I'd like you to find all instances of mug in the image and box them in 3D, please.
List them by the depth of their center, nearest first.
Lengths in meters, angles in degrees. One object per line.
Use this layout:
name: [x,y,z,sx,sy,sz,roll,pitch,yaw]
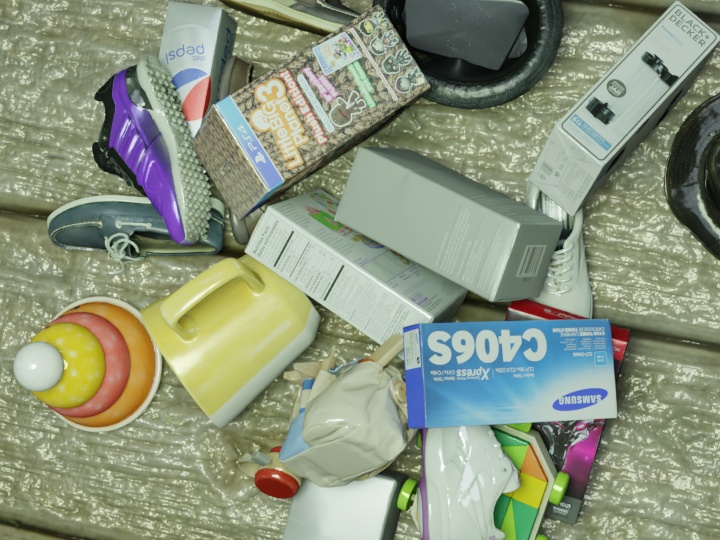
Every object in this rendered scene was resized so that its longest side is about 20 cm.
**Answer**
mug: [-0.123,0.061,1.396,0.153,0.187,0.150,-35,97,-3]

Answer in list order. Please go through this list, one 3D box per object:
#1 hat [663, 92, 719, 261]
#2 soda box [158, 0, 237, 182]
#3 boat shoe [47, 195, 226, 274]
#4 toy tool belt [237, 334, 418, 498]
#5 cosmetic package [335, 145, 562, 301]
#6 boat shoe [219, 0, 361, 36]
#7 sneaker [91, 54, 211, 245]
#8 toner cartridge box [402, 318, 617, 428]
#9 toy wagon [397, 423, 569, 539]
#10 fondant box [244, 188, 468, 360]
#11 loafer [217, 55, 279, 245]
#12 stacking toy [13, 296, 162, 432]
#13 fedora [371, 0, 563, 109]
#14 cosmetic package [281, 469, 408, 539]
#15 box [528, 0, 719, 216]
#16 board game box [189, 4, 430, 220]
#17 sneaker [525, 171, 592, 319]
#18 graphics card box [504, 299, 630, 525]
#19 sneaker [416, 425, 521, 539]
hat: [0.404,-0.095,1.357,0.198,0.081,0.203,-1,85,9]
soda box: [-0.187,-0.183,1.476,0.063,0.068,0.202,10,87,10]
boat shoe: [-0.243,-0.038,1.471,0.198,0.075,0.062,-2,62,2]
toy tool belt: [-0.024,0.140,1.323,0.124,0.200,0.124,33,52,-22]
cosmetic package: [0.086,-0.049,1.351,0.199,0.106,0.091,26,106,31]
boat shoe: [-0.061,-0.292,1.459,0.198,0.073,0.065,19,94,11]
sneaker: [-0.223,-0.112,1.413,0.099,0.069,0.202,-20,80,15]
toner cartridge box: [0.140,0.095,1.266,0.198,0.043,0.096,-1,84,-21]
toy wagon: [0.126,0.199,1.349,0.154,0.040,0.202,20,104,15]
fondant box: [0.000,0.000,1.386,0.199,0.144,0.059,35,109,10]
loafer: [-0.112,-0.130,1.464,0.070,0.073,0.202,-6,89,-1]
stacking toy: [-0.298,0.095,1.406,0.144,0.200,0.148,-1,85,9]
fedora: [0.112,-0.252,1.416,0.198,0.092,0.203,-1,85,10]
cosmetic package: [-0.028,0.294,1.402,0.106,0.090,0.202,16,86,13]
box: [0.258,-0.158,1.335,0.060,0.117,0.200,40,67,10]
board game box: [-0.054,-0.154,1.361,0.199,0.159,0.097,-34,92,-17]
sneaker: [0.196,-0.013,1.392,0.072,0.071,0.202,-8,86,9]
graphics card box: [0.185,0.141,1.372,0.124,0.051,0.202,17,104,10]
sneaker: [0.104,0.166,1.304,0.098,0.075,0.202,1,89,-2]
